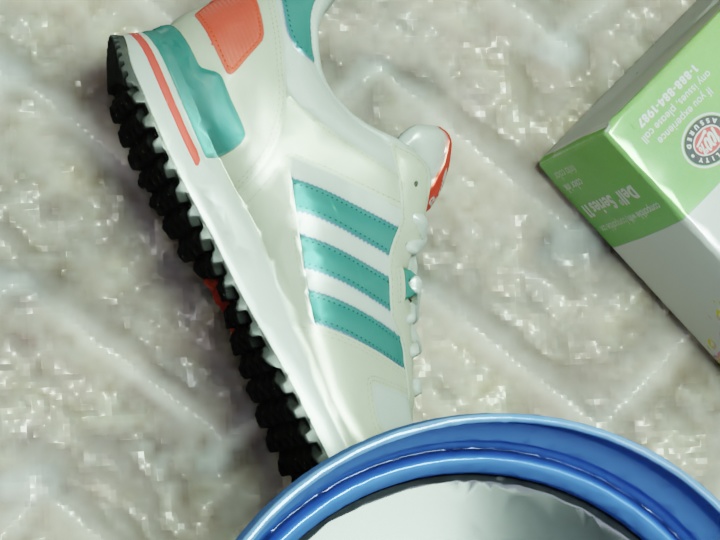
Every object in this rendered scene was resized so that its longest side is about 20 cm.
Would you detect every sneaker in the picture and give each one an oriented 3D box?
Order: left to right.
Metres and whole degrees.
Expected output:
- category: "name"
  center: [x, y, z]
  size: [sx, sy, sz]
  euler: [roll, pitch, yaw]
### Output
- category: "sneaker"
  center: [0.000, 0.000, 0.904]
  size: [0.093, 0.070, 0.200]
  euler: [-27, 88, -13]

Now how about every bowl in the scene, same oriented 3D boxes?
- category: "bowl"
  center: [0.038, 0.142, 0.842]
  size: [0.200, 0.039, 0.201]
  euler: [2, 81, -15]

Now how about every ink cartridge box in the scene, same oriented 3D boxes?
- category: "ink cartridge box"
  center: [0.172, -0.005, 0.959]
  size: [0.117, 0.067, 0.200]
  euler: [-44, 96, -18]
